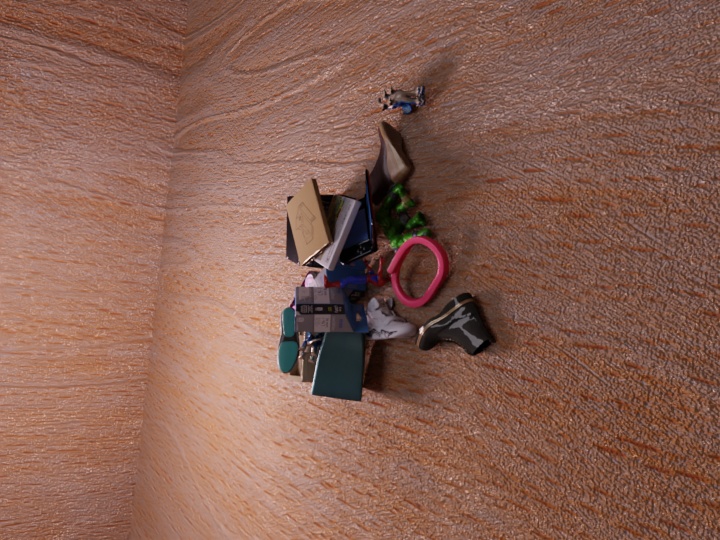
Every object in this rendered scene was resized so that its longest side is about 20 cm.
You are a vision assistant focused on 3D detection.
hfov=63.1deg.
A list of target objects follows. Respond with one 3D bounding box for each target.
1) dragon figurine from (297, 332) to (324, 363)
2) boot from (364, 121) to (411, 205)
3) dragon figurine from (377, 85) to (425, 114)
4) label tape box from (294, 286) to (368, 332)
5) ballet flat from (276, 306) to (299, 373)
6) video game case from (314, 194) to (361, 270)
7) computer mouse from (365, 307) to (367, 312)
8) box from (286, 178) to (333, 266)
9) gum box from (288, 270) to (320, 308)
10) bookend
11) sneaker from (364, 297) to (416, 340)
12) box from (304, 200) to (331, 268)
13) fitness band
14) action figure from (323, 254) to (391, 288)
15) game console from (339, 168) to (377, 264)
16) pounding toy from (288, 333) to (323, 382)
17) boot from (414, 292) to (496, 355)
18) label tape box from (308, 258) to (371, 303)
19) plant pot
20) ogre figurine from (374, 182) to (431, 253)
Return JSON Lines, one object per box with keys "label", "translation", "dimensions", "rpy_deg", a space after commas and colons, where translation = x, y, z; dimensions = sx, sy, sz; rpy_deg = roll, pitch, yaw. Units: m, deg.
{"label": "dragon figurine", "translation": [-0.136, 0.196, 1.658], "dimensions": [0.200, 0.058, 0.100], "rpy_deg": [102, -177, -60]}
{"label": "boot", "translation": [0.057, -0.311, 1.693], "dimensions": [0.166, 0.072, 0.201], "rpy_deg": [-43, 56, 39]}
{"label": "dragon figurine", "translation": [0.115, -0.474, 1.640], "dimensions": [0.200, 0.099, 0.059], "rpy_deg": [-173, 87, -73]}
{"label": "label tape box", "translation": [-0.080, 0.105, 1.600], "dimensions": [0.145, 0.198, 0.064], "rpy_deg": [-101, 13, -60]}
{"label": "ballet flat", "translation": [-0.216, 0.215, 1.801], "dimensions": [0.074, 0.074, 0.202], "rpy_deg": [-6, 75, 53]}
{"label": "video game case", "translation": [-0.075, -0.112, 1.654], "dimensions": [0.201, 0.023, 0.182], "rpy_deg": [-68, 24, 3]}
{"label": "computer mouse", "translation": [-0.003, 0.186, 1.738], "dimensions": [0.059, 0.034, 0.201], "rpy_deg": [44, 114, 26]}
{"label": "box", "translation": [-0.150, -0.135, 1.676], "dimensions": [0.163, 0.021, 0.202], "rpy_deg": [-36, 65, 48]}
{"label": "gum box", "translation": [-0.147, 0.098, 1.873], "dimensions": [0.201, 0.113, 0.066], "rpy_deg": [-59, 43, 30]}
{"label": "bookend", "translation": [-0.126, -0.132, 1.841], "dimensions": [0.092, 0.197, 0.202], "rpy_deg": [24, 114, 52]}
{"label": "sneaker", "translation": [0.075, 0.129, 1.598], "dimensions": [0.199, 0.075, 0.116], "rpy_deg": [-14, 76, 55]}
{"label": "box", "translation": [-0.090, -0.104, 1.789], "dimensions": [0.044, 0.159, 0.202], "rpy_deg": [25, 106, 51]}
{"label": "fitness band", "translation": [0.148, 0.003, 1.514], "dimensions": [0.144, 0.037, 0.201], "rpy_deg": [42, 126, 20]}
{"label": "action figure", "translation": [0.000, 0.000, 1.628], "dimensions": [0.065, 0.198, 0.100], "rpy_deg": [-136, 48, -78]}
{"label": "game console", "translation": [-0.016, -0.146, 1.618], "dimensions": [0.171, 0.119, 0.201], "rpy_deg": [-23, 50, 24]}
{"label": "pounding toy", "translation": [-0.129, 0.247, 1.833], "dimensions": [0.184, 0.141, 0.202], "rpy_deg": [162, 113, -66]}
{"label": "boot", "translation": [0.221, 0.168, 1.401], "dimensions": [0.200, 0.077, 0.139], "rpy_deg": [-53, 51, 36]}
{"label": "label tape box", "translation": [-0.066, 0.050, 1.731], "dimensions": [0.200, 0.143, 0.064], "rpy_deg": [-51, 47, 36]}
{"label": "plant pot", "translation": [-0.052, 0.242, 1.648], "dimensions": [0.141, 0.140, 0.202], "rpy_deg": [-71, -12, -85]}
{"label": "ogre figurine", "translation": [0.108, -0.133, 1.586], "dimensions": [0.120, 0.098, 0.201], "rpy_deg": [-42, 74, 22]}
